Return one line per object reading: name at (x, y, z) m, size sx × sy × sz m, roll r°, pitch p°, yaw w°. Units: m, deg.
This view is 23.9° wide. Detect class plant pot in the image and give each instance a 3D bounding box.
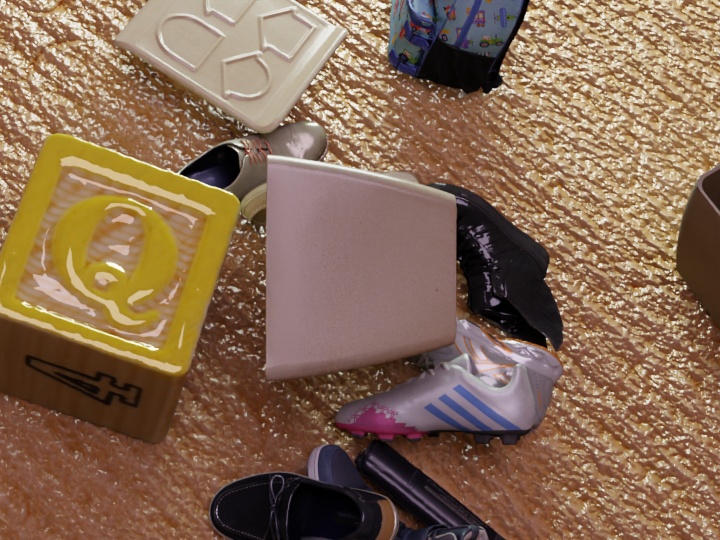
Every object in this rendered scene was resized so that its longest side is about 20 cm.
plant pot at (0.448, -0.020, 1.799) m, size 0.199 × 0.177 × 0.201 m, roll -30°, pitch 76°, yaw -24°
plant pot at (0.000, 0.000, 1.614) m, size 0.175 × 0.200 × 0.202 m, roll 0°, pitch 89°, yaw -2°

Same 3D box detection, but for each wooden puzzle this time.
wooden puzzle at (-0.138, -0.241, 1.814) m, size 0.199 × 0.046 × 0.186 m, roll 29°, pitch 51°, yaw 5°

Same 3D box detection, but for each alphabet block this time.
alphabet block at (-0.238, 0.021, 1.597) m, size 0.194 × 0.200 × 0.197 m, roll 17°, pitch 63°, yaw -6°

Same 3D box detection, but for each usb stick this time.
usb stick at (0.080, 0.237, 1.667) m, size 0.199 × 0.033 × 0.055 m, roll 38°, pitch 19°, yaw 4°

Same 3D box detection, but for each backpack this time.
backpack at (0.116, -0.313, 1.834) m, size 0.133 × 0.200 × 0.184 m, roll 10°, pitch 65°, yaw -9°

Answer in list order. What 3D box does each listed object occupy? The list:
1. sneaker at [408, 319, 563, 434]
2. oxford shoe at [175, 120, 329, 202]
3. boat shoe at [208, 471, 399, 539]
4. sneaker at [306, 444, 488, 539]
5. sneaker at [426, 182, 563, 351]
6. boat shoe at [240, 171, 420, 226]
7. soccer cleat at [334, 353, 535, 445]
sneaker at (0.105, 0.104, 1.720) m, size 0.198 × 0.076 × 0.093 m, roll 18°, pitch 70°, yaw -3°
oxford shoe at (-0.112, -0.107, 1.755) m, size 0.199 × 0.074 × 0.071 m, roll -31°, pitch 77°, yaw -24°
boat shoe at (-0.061, 0.224, 1.578) m, size 0.198 × 0.062 × 0.075 m, roll 2°, pitch 78°, yaw 30°
sneaker at (0.040, 0.238, 1.597) m, size 0.077 × 0.146 × 0.204 m, roll -5°, pitch 68°, yaw -56°
sneaker at (0.133, -0.001, 1.765) m, size 0.199 × 0.060 × 0.105 m, roll 33°, pitch 56°, yaw -19°
boat shoe at (-0.026, -0.060, 1.760) m, size 0.198 × 0.072 × 0.066 m, roll -3°, pitch 66°, yaw -21°
soccer cleat at (0.073, 0.124, 1.674) m, size 0.198 × 0.070 × 0.087 m, roll 0°, pitch 90°, yaw 6°
